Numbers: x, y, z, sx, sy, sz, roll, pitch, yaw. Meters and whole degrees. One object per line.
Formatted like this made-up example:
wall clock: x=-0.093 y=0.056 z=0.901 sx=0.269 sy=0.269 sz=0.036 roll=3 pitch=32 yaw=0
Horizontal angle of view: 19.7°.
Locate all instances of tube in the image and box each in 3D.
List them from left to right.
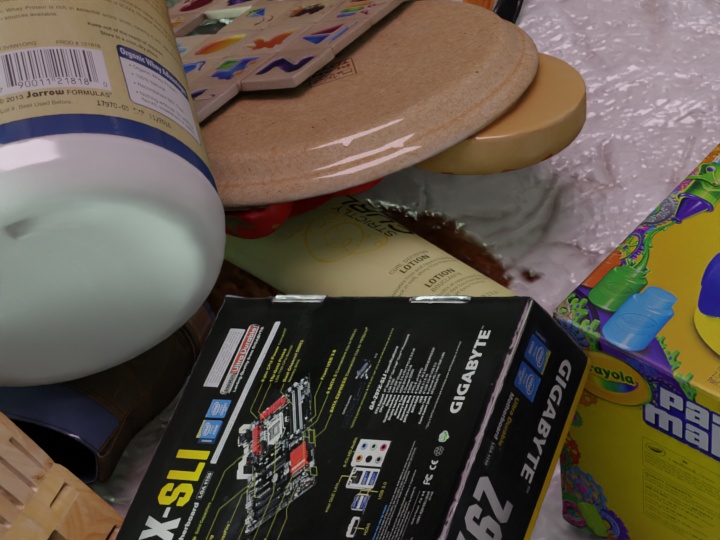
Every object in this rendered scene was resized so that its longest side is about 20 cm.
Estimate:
tube: x=0.000 y=0.000 z=0.932 sx=0.200 sy=0.058 sz=0.052 roll=32 pitch=100 yaw=44

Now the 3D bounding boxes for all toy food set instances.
toy food set: x=-0.006 y=-0.073 z=0.970 sx=0.199 sy=0.049 sz=0.198 roll=-24 pitch=25 yaw=-13

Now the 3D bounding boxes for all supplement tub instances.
supplement tub: x=-0.143 y=-0.070 z=0.859 sx=0.143 sy=0.145 sz=0.201 roll=-14 pitch=56 yaw=-5

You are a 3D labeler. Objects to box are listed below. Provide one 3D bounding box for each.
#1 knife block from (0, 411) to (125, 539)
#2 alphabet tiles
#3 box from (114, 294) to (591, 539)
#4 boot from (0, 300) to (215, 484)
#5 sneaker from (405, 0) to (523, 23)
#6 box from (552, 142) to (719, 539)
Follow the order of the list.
knife block: x=-0.190 y=0.112 z=0.852 sx=0.175 sy=0.200 sz=0.064 roll=-32 pitch=21 yaw=50
alphabet tiles: x=-0.077 y=-0.100 z=1.008 sx=0.166 sy=0.008 sz=0.200 roll=-1 pitch=30 yaw=38
box: x=-0.019 y=0.103 z=0.756 sx=0.159 sy=0.049 sz=0.201 roll=-3 pitch=55 yaw=42
boot: x=-0.172 y=0.032 z=0.909 sx=0.198 sy=0.075 sz=0.097 roll=9 pitch=44 yaw=16
sneaker: x=0.056 y=-0.200 z=1.110 sx=0.091 sy=0.076 sz=0.201 roll=8 pitch=46 yaw=24
box: x=0.210 y=0.041 z=0.801 sx=0.199 sy=0.123 sz=0.193 roll=26 pitch=53 yaw=31
